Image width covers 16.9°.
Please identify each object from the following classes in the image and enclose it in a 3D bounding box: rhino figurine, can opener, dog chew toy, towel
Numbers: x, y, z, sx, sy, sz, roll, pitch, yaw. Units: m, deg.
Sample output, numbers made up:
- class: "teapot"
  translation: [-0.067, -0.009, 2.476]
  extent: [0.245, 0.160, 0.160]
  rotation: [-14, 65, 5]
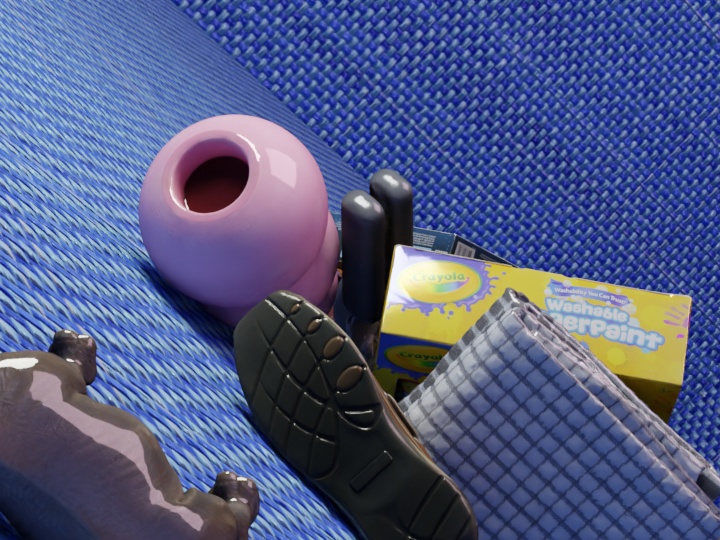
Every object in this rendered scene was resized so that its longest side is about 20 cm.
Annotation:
- class: "rhino figurine"
  translation: [-0.122, 0.056, 0.882]
  extent: [0.200, 0.060, 0.088]
  rotation: [40, 17, -14]
- class: "can opener"
  translation: [0.000, 0.000, 1.662]
  extent: [0.067, 0.053, 0.201]
  rotation: [40, -28, 28]
- class: "dog chew toy"
  translation: [-0.069, -0.018, 1.602]
  extent: [0.125, 0.124, 0.200]
  rotation: [47, -5, 28]
- class: "towel"
  translation: [0.112, 0.133, 1.516]
  extent: [0.200, 0.166, 0.086]
  rotation: [42, 12, -10]

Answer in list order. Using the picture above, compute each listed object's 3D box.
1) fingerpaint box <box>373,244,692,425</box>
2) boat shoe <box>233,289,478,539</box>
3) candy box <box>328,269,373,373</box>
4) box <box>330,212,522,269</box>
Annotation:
- class: "fingerpaint box"
  translation: [0.108, 0.072, 1.620]
  extent: [0.198, 0.074, 0.167]
  rotation: [10, -32, 1]
- class: "boat shoe"
  translation: [-0.003, 0.104, 1.440]
  extent: [0.201, 0.075, 0.074]
  rotation: [54, 2, 12]
- class: "candy box"
  translation: [-0.021, 0.040, 1.854]
  extent: [0.117, 0.057, 0.200]
  rotation: [42, 4, -13]
- class: "box"
  translation: [0.076, 0.010, 1.874]
  extent: [0.136, 0.038, 0.199]
  rotation: [10, -11, 42]
